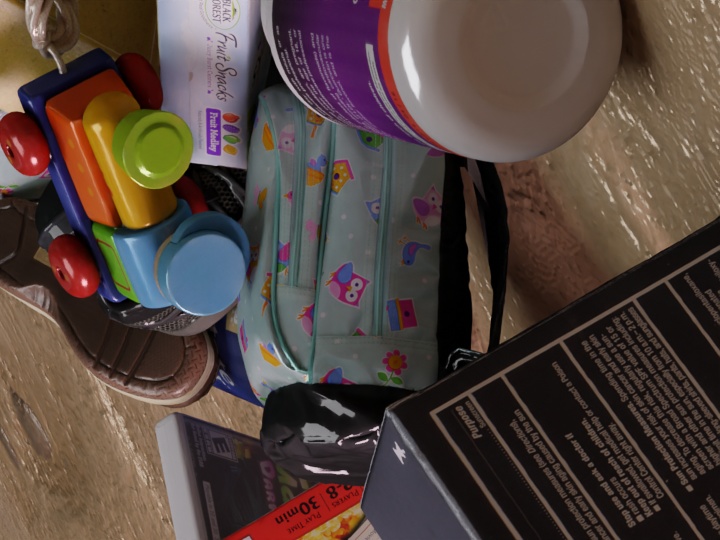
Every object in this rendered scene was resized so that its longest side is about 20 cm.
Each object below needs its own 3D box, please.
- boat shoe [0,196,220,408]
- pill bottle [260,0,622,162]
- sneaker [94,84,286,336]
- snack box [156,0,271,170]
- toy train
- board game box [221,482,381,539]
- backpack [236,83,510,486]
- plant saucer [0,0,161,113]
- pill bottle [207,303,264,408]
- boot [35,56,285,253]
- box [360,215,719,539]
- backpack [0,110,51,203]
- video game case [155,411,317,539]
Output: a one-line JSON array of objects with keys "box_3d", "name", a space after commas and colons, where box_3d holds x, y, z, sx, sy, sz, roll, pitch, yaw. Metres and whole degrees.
[{"box_3d": [-0.142, 0.020, 1.768, 0.202, 0.075, 0.075, 38, -176, 38], "name": "boat shoe"}, {"box_3d": [0.028, -0.115, 1.382, 0.200, 0.112, 0.113, 19, 134, 62], "name": "pill bottle"}, {"box_3d": [-0.072, -0.038, 1.615, 0.076, 0.199, 0.114, 55, -158, 16], "name": "sneaker"}, {"box_3d": [-0.067, -0.167, 1.529, 0.200, 0.053, 0.143, 95, -174, -57], "name": "snack box"}, {"box_3d": [-0.122, -0.073, 1.474, 0.116, 0.084, 0.201, 24, 138, 59], "name": "toy train"}, {"box_3d": [0.021, 0.208, 1.673, 0.201, 0.151, 0.046, 59, 161, 4], "name": "board game box"}, {"box_3d": [0.000, 0.000, 1.514, 0.167, 0.126, 0.201, 141, 132, -73], "name": "backpack"}, {"box_3d": [-0.162, -0.177, 1.564, 0.048, 0.199, 0.201, -24, 51, 43], "name": "plant saucer"}, {"box_3d": [-0.029, 0.030, 1.726, 0.200, 0.111, 0.112, 16, 131, 64], "name": "pill bottle"}, {"box_3d": [-0.141, -0.121, 1.685, 0.163, 0.198, 0.073, 50, 167, 8], "name": "boot"}, {"box_3d": [0.136, 0.112, 1.289, 0.200, 0.198, 0.123, 56, 160, 18], "name": "box"}, {"box_3d": [-0.189, -0.130, 1.821, 0.154, 0.175, 0.200, 62, 165, 12], "name": "backpack"}, {"box_3d": [-0.034, 0.191, 1.756, 0.023, 0.181, 0.201, -33, 54, 30], "name": "video game case"}]
